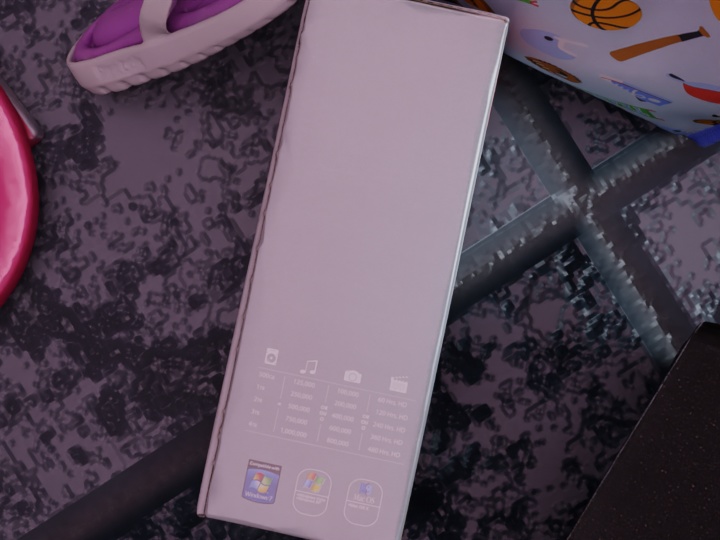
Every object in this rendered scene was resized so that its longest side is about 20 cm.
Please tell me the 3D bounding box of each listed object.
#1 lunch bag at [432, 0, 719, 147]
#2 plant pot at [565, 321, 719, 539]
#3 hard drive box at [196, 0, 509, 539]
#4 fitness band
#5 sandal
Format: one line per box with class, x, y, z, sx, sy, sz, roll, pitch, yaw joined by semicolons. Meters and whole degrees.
lunch bag;0.108;-0.134;0.721;0.169;0.200;0.124;23;90;-4
plant pot;0.174;0.125;0.734;0.177;0.199;0.201;33;91;13
hard drive box;0.000;0.000;0.755;0.076;0.156;0.201;11;90;3
fitness band;-0.225;-0.055;0.826;0.143;0.037;0.200;-40;86;2
sandal;-0.059;-0.124;0.753;0.202;0.083;0.050;-25;120;40
